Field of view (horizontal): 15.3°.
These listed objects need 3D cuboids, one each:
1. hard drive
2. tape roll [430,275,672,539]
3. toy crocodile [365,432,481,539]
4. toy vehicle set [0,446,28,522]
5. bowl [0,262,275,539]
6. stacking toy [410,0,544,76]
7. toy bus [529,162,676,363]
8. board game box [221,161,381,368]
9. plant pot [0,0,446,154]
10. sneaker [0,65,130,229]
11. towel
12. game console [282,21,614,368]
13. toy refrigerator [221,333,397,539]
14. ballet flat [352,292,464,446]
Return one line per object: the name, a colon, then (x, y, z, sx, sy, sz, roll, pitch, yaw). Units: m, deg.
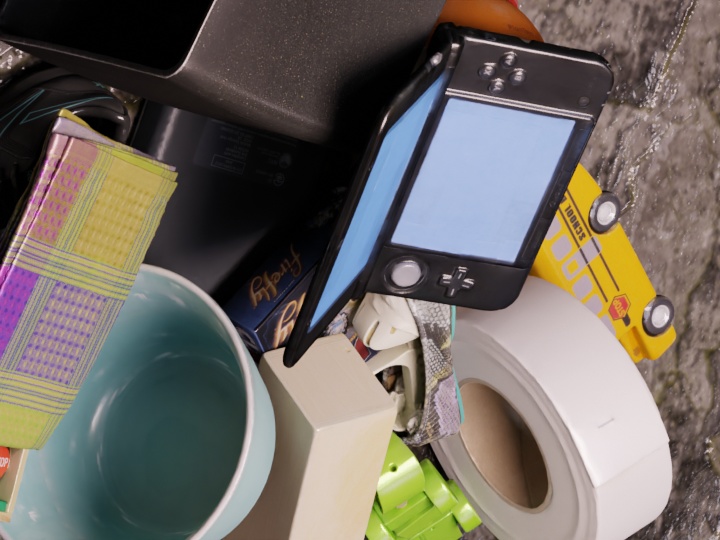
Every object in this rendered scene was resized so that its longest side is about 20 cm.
hard drive: (-0.087, -0.067, 1.738, 0.140, 0.033, 0.200, 16, 96, -41)
tape roll: (0.123, 0.106, 1.855, 0.071, 0.202, 0.203, -29, 122, -26)
toy crocodile: (0.034, 0.162, 1.866, 0.067, 0.062, 0.200, -35, 159, 2)
toy vehicle set: (-0.251, 0.076, 1.573, 0.200, 0.027, 0.124, 23, 79, -65)
bowl: (-0.133, 0.103, 1.682, 0.201, 0.201, 0.105, -63, 151, 0)
stacking toy: (0.042, -0.185, 1.721, 0.146, 0.146, 0.200, 7, 63, -39)
toy bus: (0.154, -0.007, 1.926, 0.078, 0.065, 0.200, -43, 128, -16)
board game box: (0.000, 0.000, 1.798, 0.200, 0.035, 0.136, -48, 147, -17)
plant pot: (-0.064, -0.174, 1.594, 0.177, 0.200, 0.200, 33, 79, -40)
sneaker: (-0.226, -0.058, 1.604, 0.200, 0.079, 0.075, -37, 126, -20)
towel: (-0.182, 0.010, 1.589, 0.200, 0.023, 0.144, -66, 154, 2)
game console: (0.054, -0.035, 1.621, 0.176, 0.116, 0.200, 9, 126, -19)
toy refrigerator: (-0.034, 0.142, 1.781, 0.070, 0.076, 0.200, -14, 137, -29)
ballet flat: (0.030, 0.047, 1.789, 0.072, 0.072, 0.200, -32, 139, -25)
